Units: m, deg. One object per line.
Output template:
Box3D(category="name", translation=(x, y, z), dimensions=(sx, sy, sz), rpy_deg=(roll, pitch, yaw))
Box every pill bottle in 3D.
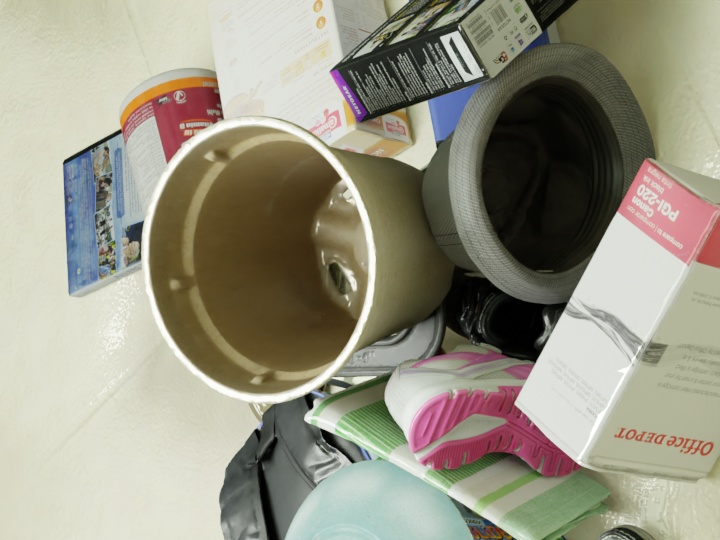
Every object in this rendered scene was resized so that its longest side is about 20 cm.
Box3D(category="pill bottle", translation=(-0.141, -0.069, 1.953), dimensions=(0.109, 0.109, 0.201), rpy_deg=(-36, 59, 36))

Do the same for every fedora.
Box3D(category="fedora", translation=(0.118, -0.066, 1.621), dimensions=(0.090, 0.177, 0.200), rpy_deg=(-8, 34, 50))

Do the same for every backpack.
Box3D(category="backpack", translation=(-0.013, 0.190, 1.731), dimensions=(0.200, 0.154, 0.191), rpy_deg=(-44, 61, 25))

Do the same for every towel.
Box3D(category="towel", translation=(0.073, 0.135, 1.607), dimensions=(0.199, 0.152, 0.023), rpy_deg=(29, 109, 22))

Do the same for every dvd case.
Box3D(category="dvd case", translation=(-0.216, -0.070, 2.103), dimensions=(0.199, 0.017, 0.144), rpy_deg=(-23, 64, 43))

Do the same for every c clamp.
Box3D(category="c clamp", translation=(0.000, 0.000, 1.729), dimensions=(0.199, 0.027, 0.172), rpy_deg=(-10, 89, 33))

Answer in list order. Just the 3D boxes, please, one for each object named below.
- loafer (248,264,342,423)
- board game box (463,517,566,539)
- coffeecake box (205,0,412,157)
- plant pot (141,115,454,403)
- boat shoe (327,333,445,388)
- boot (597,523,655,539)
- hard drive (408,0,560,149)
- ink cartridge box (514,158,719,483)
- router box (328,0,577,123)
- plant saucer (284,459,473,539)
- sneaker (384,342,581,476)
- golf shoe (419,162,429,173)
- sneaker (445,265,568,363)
Box3D(category="loafer", translation=(-0.054, 0.039, 1.863), dimensions=(0.067, 0.076, 0.201), rpy_deg=(-13, 72, 51))
Box3D(category="board game box", translation=(0.058, 0.270, 1.650), dimensions=(0.200, 0.135, 0.034), rpy_deg=(-56, 48, 21))
Box3D(category="coffeecake box", translation=(-0.047, -0.170, 1.904), dimensions=(0.153, 0.073, 0.201), rpy_deg=(-30, 61, 39))
Box3D(category="plant pot", translation=(-0.028, -0.014, 1.621), dimensions=(0.199, 0.183, 0.202), rpy_deg=(3, 96, 31))
Box3D(category="boat shoe", translation=(-0.019, 0.057, 1.789), dimensions=(0.199, 0.062, 0.072), rpy_deg=(16, 97, 29))
Box3D(category="boot", translation=(0.135, 0.277, 1.548), dimensions=(0.073, 0.153, 0.205), rpy_deg=(23, 99, 41))
Box3D(category="hard drive", translation=(0.099, -0.197, 1.789), dimensions=(0.132, 0.025, 0.201), rpy_deg=(-29, 61, 39))
Box3D(category="ink cartridge box", translation=(0.217, 0.038, 1.523), dimensions=(0.085, 0.145, 0.201), rpy_deg=(39, 109, 43))
Box3D(category="router box", translation=(0.090, -0.194, 1.642), dimensions=(0.149, 0.200, 0.051), rpy_deg=(-13, 114, 49))
Box3D(category="plant saucer", translation=(0.000, 0.236, 1.587), dimensions=(0.200, 0.039, 0.202), rpy_deg=(-6, 81, 40))
Box3D(category="sneaker", translation=(0.102, 0.091, 1.596), dimensions=(0.088, 0.199, 0.082), rpy_deg=(45, 119, 48))
Box3D(category="golf shoe", translation=(0.048, -0.042, 1.762), dimensions=(0.200, 0.092, 0.073), rpy_deg=(-44, 53, 33))
Box3D(category="sneaker", translation=(0.109, 0.030, 1.677), dimensions=(0.200, 0.098, 0.071), rpy_deg=(19, 97, 48))
